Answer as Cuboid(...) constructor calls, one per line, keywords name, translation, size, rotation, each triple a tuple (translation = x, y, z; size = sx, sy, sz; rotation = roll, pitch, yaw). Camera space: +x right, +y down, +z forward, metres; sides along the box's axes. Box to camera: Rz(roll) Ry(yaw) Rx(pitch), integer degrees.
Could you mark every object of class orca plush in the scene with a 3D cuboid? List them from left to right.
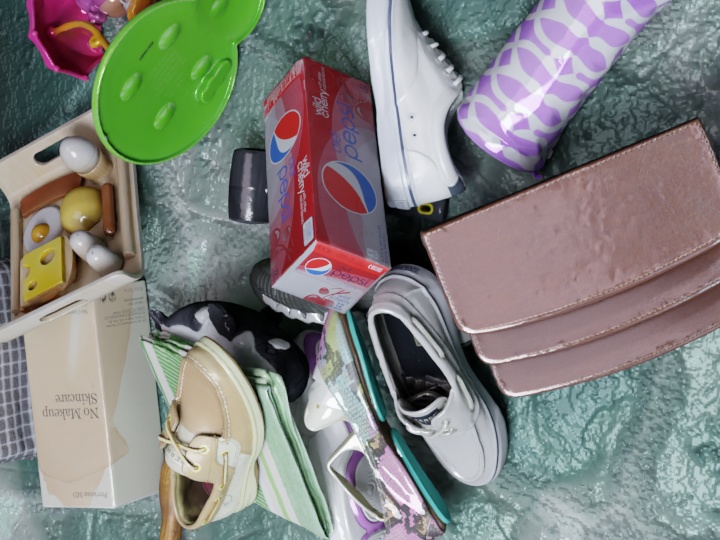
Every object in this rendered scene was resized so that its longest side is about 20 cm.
Cuboid(name="orca plush", translation=(-0.095, 0.060, 1.031), size=(0.200, 0.071, 0.105), rotation=(-2, 116, 58))

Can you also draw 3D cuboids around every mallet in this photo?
Cuboid(name="mallet", translation=(-0.024, -0.052, 1.022), size=(0.200, 0.041, 0.066), rotation=(17, 100, 23))

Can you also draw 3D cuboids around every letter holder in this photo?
Cuboid(name="letter holder", translation=(0.165, 0.002, 0.854), size=(0.200, 0.101, 0.142), rotation=(-22, 84, 11))

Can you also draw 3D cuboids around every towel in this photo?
Cuboid(name="towel", translation=(-0.344, 0.087, 1.135), size=(0.085, 0.166, 0.200), rotation=(-9, 90, 23))
Cuboid(name="towel", translation=(-0.105, 0.129, 1.014), size=(0.200, 0.023, 0.153), rotation=(12, 127, 51))

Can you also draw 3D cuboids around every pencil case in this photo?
Cuboid(name="pencil case", translation=(0.154, -0.159, 0.890), size=(0.085, 0.084, 0.200), rotation=(31, 115, -14))

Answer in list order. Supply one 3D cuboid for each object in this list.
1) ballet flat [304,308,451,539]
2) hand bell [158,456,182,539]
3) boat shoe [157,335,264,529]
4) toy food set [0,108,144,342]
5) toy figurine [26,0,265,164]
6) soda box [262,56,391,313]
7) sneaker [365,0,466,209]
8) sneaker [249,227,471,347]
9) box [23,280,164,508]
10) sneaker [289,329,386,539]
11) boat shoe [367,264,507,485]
Cuboid(name="ballet flat", translation=(0.000, 0.127, 0.949), size=(0.071, 0.069, 0.200), rotation=(-25, 95, 6))
Cuboid(name="hand bell", translation=(-0.175, 0.249, 1.111), size=(0.104, 0.104, 0.200), rotation=(2, 83, 29))
Cuboid(name="boat shoe", translation=(-0.120, 0.136, 0.953), size=(0.074, 0.066, 0.200), rotation=(36, 144, 32))
Cuboid(name="toy food set", translation=(-0.272, -0.043, 1.091), size=(0.143, 0.060, 0.200), rotation=(-25, 51, 16))
Cuboid(name="toy figurine", translation=(-0.207, -0.219, 1.070), size=(0.184, 0.150, 0.200), rotation=(35, 88, 32))
Cuboid(name="soda box", translation=(-0.028, -0.070, 0.940), size=(0.063, 0.070, 0.200), rotation=(-45, 37, 38))
Cuboid(name="sneaker", translation=(0.045, -0.150, 0.965), size=(0.071, 0.073, 0.200), rotation=(-7, 92, 6))
Cuboid(name="sneaker", translation=(0.000, 0.000, 0.981), size=(0.200, 0.066, 0.091), rotation=(12, 125, 24))
Cuboid(name="box", translation=(-0.245, 0.113, 1.130), size=(0.095, 0.078, 0.200), rotation=(-7, 90, 29))
Cuboid(name="sneaker", translation=(-0.032, 0.155, 1.028), size=(0.100, 0.075, 0.200), rotation=(-28, 72, 34))
Cuboid(name="boat shoe", translation=(0.056, 0.093, 0.929), size=(0.072, 0.066, 0.200), rotation=(-2, 122, 29))
